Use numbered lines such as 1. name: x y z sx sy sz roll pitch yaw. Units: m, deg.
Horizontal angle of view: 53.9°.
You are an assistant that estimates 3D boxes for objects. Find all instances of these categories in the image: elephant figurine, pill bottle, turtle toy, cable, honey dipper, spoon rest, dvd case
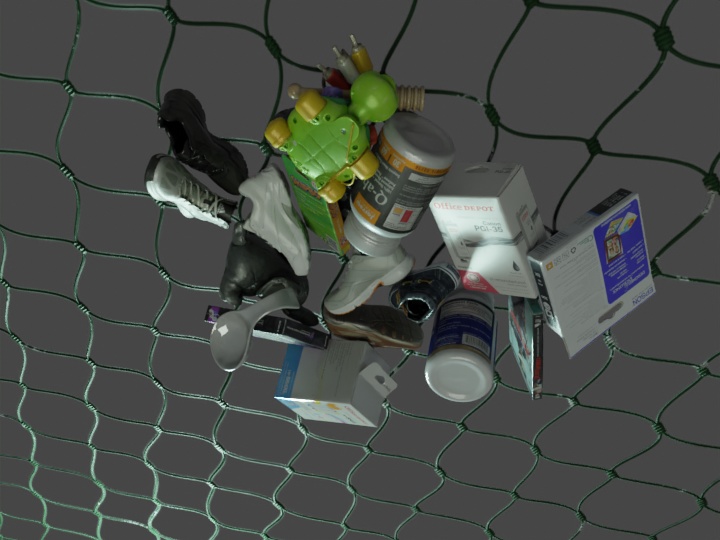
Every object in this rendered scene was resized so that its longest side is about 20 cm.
1. elephant figurine: -0.149 0.014 1.290 0.197 0.144 0.155 15 174 -9
2. pill bottle: 0.179 0.116 1.223 0.114 0.201 0.117 8 130 9
3. turtle toy: -0.028 -0.197 0.981 0.146 0.102 0.199 45 135 -16
4. cable: 0.014 -0.252 1.060 0.096 0.051 0.200 -31 114 27
5. honey dipper: -0.006 -0.255 1.019 0.196 0.038 0.038 5 131 -1
6. spoon rest: -0.195 0.097 1.227 0.199 0.100 0.060 -38 156 24
7. dvd case: 0.284 0.102 1.222 0.022 0.147 0.202 -11 128 1
8. pill bottle: 0.052 -0.123 1.060 0.115 0.117 0.201 24 128 -6

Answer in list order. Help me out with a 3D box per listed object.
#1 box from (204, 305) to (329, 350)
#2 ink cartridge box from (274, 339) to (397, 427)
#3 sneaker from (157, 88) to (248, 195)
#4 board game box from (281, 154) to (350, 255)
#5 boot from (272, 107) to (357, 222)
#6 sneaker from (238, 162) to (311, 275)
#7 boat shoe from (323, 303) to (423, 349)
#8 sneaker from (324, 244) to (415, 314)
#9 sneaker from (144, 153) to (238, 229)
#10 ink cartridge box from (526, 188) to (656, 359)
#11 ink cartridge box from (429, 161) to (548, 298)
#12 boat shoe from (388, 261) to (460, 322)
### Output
1. box: -0.176 0.108 1.336 0.197 0.037 0.142 8 169 34
2. ink cartridge box: -0.041 0.216 1.368 0.197 0.127 0.129 0 151 30
3. sneaker: -0.263 -0.193 1.158 0.075 0.091 0.200 -25 120 28
4. board game box: -0.070 -0.108 1.145 0.095 0.030 0.201 39 165 26
5. boot: -0.051 -0.160 1.154 0.162 0.066 0.202 13 143 22
6. sneaker: -0.148 -0.077 1.210 0.098 0.078 0.203 -20 108 3
7. boat shoe: 0.024 0.111 1.350 0.197 0.076 0.072 18 138 10
8. sneaker: 0.000 0.000 1.269 0.199 0.076 0.092 -34 107 26
9. sneaker: -0.265 -0.129 1.168 0.114 0.077 0.201 16 170 16
10. ink cartridge box: 0.368 0.006 1.112 0.197 0.043 0.202 -33 121 -13
11. ink cartridge box: 0.205 -0.063 1.114 0.145 0.083 0.202 8 137 45
12. boat shoe: 0.087 0.048 1.226 0.071 0.091 0.200 47 150 -6
